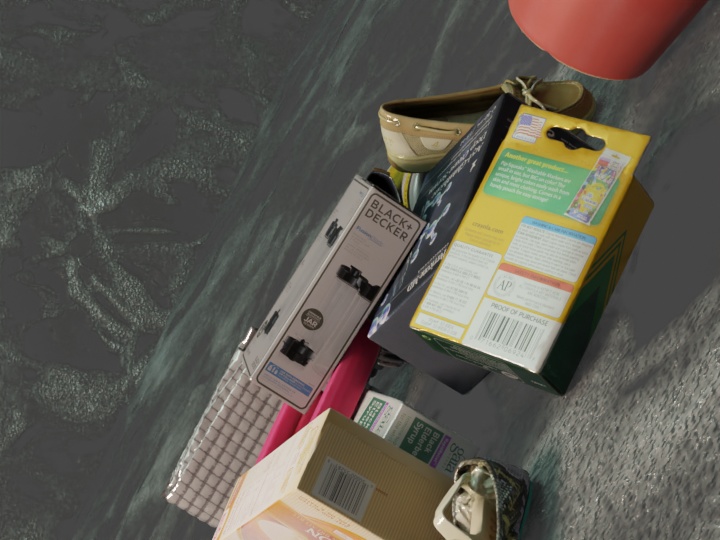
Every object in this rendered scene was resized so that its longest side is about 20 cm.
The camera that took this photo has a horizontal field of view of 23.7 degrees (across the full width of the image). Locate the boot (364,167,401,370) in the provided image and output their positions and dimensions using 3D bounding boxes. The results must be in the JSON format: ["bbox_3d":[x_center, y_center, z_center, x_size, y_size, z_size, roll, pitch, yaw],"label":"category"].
[{"bbox_3d":[0.000,0.000,1.644,0.097,0.074,0.202,114,161,-57],"label":"boot"}]

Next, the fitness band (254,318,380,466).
[{"bbox_3d":[-0.041,0.127,1.532,0.144,0.037,0.201,-45,17,57],"label":"fitness band"}]

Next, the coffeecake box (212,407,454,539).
[{"bbox_3d":[-0.010,0.200,1.324,0.200,0.153,0.074,-42,20,58],"label":"coffeecake box"}]

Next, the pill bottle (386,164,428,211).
[{"bbox_3d":[0.079,-0.071,1.714,0.112,0.111,0.200,-61,12,-7],"label":"pill bottle"}]

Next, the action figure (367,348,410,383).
[{"bbox_3d":[0.029,0.059,1.728,0.200,0.069,0.131,-45,14,44],"label":"action figure"}]

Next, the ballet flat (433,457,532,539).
[{"bbox_3d":[0.078,0.197,1.168,0.072,0.072,0.201,-53,13,29],"label":"ballet flat"}]

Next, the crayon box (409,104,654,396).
[{"bbox_3d":[0.138,-0.018,1.314,0.125,0.052,0.202,18,76,38],"label":"crayon box"}]

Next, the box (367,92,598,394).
[{"bbox_3d":[0.107,-0.023,1.484,0.148,0.106,0.201,-46,19,50],"label":"box"}]

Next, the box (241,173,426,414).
[{"bbox_3d":[-0.026,0.018,1.525,0.201,0.060,0.117,-58,11,2],"label":"box"}]

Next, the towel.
[{"bbox_3d":[-0.080,0.171,1.685,0.202,0.164,0.086,-61,6,-7],"label":"towel"}]

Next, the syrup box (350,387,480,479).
[{"bbox_3d":[0.026,0.155,1.463,0.079,0.081,0.200,-60,10,-5],"label":"syrup box"}]

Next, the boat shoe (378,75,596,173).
[{"bbox_3d":[0.117,-0.144,1.581,0.074,0.198,0.064,-92,-10,-48],"label":"boat shoe"}]

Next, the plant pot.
[{"bbox_3d":[0.223,-0.273,1.447,0.201,0.198,0.178,-74,8,-51],"label":"plant pot"}]
